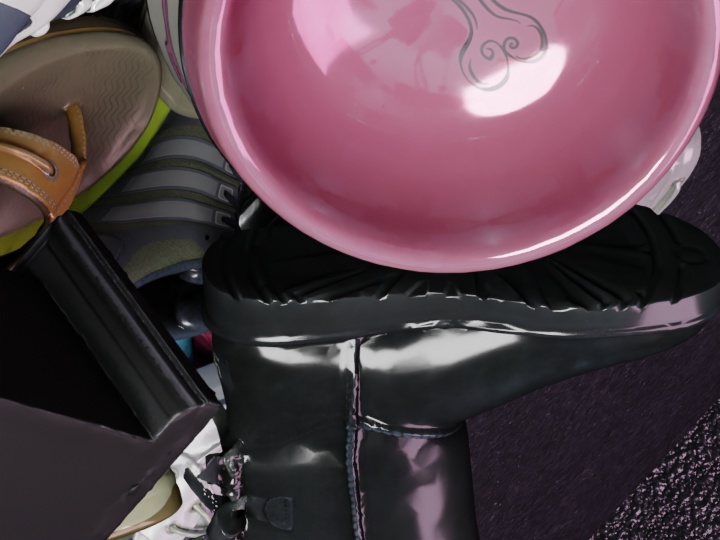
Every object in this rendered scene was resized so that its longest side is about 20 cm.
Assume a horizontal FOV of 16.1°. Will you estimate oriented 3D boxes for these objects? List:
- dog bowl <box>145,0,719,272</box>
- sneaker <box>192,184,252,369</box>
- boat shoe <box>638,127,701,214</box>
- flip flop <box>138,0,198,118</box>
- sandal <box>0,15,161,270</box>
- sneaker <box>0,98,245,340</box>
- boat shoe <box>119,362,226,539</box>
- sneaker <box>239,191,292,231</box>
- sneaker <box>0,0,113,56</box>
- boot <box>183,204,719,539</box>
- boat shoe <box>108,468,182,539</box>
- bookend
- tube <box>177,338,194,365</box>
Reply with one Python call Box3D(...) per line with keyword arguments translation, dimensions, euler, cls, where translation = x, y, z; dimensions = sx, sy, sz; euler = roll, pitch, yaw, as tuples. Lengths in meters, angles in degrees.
Box3D(translation=(0.029, -0.086, 0.817), dimensions=(0.200, 0.200, 0.074), euler=(-55, -158, 25), cls="dog bowl")
Box3D(translation=(-0.040, 0.010, 1.145), dimensions=(0.087, 0.074, 0.200), euler=(-37, 158, -17), cls="sneaker")
Box3D(translation=(0.100, -0.031, 1.121), dimensions=(0.086, 0.075, 0.202), euler=(-17, 166, -20), cls="boat shoe")
Box3D(translation=(0.013, -0.099, 0.882), dimensions=(0.058, 0.199, 0.081), euler=(-84, 156, -52), cls="flip flop")
Box3D(translation=(-0.131, -0.023, 0.825), dimensions=(0.200, 0.054, 0.080), euler=(-28, 146, -48), cls="sandal")
Box3D(translation=(-0.069, -0.019, 0.951), dimensions=(0.200, 0.081, 0.074), euler=(-46, 163, -34), cls="sneaker")
Box3D(translation=(-0.086, 0.100, 1.105), dimensions=(0.200, 0.067, 0.074), euler=(-27, 150, 17), cls="boat shoe")
Box3D(translation=(0.000, 0.000, 1.054), dimensions=(0.070, 0.108, 0.200), euler=(-52, 180, 8), cls="sneaker")
Box3D(translation=(-0.095, -0.088, 0.724), dimensions=(0.200, 0.079, 0.130), euler=(-59, 156, 4), cls="sneaker")
Box3D(translation=(0.030, 0.061, 0.923), dimensions=(0.073, 0.198, 0.163), euler=(-100, -173, -57), cls="boot")
Box3D(translation=(-0.160, 0.079, 0.896), dimensions=(0.200, 0.066, 0.072), euler=(-12, 179, -29), cls="boat shoe")
Box3D(translation=(-0.180, 0.062, 0.708), dimensions=(0.199, 0.092, 0.200), euler=(-49, 146, 14), cls="bookend")
Box3D(translation=(-0.101, 0.037, 1.097), dimensions=(0.077, 0.050, 0.200), euler=(-29, 159, -10), cls="tube")
